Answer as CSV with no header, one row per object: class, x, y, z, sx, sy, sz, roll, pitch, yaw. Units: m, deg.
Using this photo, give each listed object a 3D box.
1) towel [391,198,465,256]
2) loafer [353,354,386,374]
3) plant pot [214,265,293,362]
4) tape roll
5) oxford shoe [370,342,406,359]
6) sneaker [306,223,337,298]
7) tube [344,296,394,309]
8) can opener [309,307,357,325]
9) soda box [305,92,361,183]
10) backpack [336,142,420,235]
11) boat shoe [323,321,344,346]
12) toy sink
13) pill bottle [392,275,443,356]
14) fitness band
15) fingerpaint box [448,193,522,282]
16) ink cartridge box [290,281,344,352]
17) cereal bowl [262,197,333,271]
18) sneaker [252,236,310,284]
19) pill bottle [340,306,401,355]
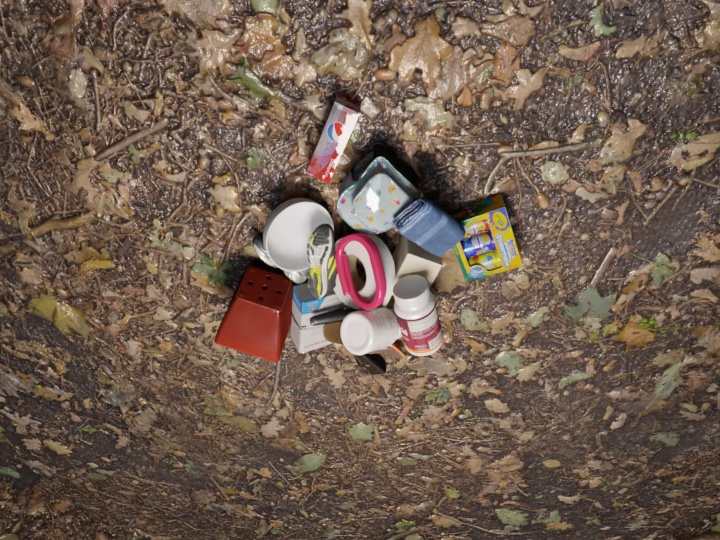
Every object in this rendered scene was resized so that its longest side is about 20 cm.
towel,0.174,-0.109,1.303,0.111,0.049,0.198,-38,139,24
loafer,0.007,0.286,1.717,0.070,0.074,0.201,-28,119,24
plant pot,-0.291,0.110,1.513,0.196,0.202,0.178,18,131,-6
tape roll,0.000,0.000,1.438,0.200,0.070,0.207,16,114,40
oxford shoe,0.056,0.238,1.669,0.198,0.071,0.074,33,96,-10
sneaker,-0.098,-0.030,1.418,0.073,0.084,0.205,18,109,28
tube,0.047,0.093,1.593,0.195,0.053,0.058,-11,161,8
can opener,-0.055,0.127,1.525,0.196,0.080,0.064,-16,164,-20
soda box,-0.067,-0.321,1.281,0.069,0.064,0.202,21,126,-11
backpack,0.037,-0.186,1.322,0.175,0.155,0.199,35,125,-27
boat shoe,-0.018,0.191,1.577,0.195,0.064,0.073,5,88,-11
toy sink,0.142,0.008,1.469,0.110,0.132,0.202,18,125,-10
pill bottle,0.153,0.121,1.400,0.111,0.115,0.203,-10,126,11
fitness band,0.002,0.003,1.367,0.142,0.037,0.205,-10,97,42
fingerpaint box,0.335,-0.083,1.423,0.163,0.074,0.202,-17,124,16
ink cartridge box,-0.130,0.133,1.572,0.143,0.085,0.203,-13,132,-28
cereal bowl,-0.175,-0.105,1.414,0.196,0.083,0.204,-14,122,-23
sneaker,-0.218,-0.050,1.497,0.198,0.078,0.086,34,110,-28
pill bottle,0.044,0.162,1.458,0.112,0.198,0.117,3,95,36
